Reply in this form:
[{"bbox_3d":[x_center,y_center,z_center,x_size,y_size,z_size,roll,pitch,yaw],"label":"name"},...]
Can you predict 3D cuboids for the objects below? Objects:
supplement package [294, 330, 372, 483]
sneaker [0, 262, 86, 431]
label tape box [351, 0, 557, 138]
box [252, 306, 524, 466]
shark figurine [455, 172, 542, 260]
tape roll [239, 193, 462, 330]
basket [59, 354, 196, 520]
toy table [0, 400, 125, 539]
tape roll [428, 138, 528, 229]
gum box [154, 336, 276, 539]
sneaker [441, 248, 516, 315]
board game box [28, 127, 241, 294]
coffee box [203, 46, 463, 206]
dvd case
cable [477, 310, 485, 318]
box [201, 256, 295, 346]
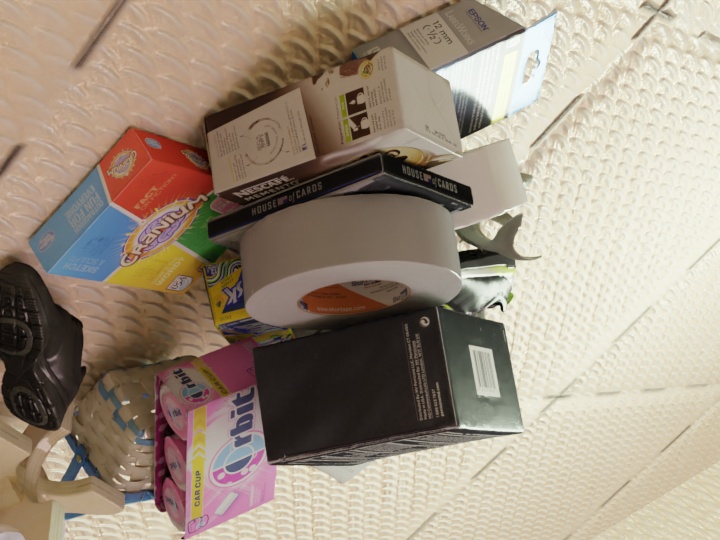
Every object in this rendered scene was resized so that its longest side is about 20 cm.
[{"bbox_3d":[-0.044,0.117,1.766,0.117,0.200,0.117,-37,156,4],"label":"supplement package"},{"bbox_3d":[-0.306,0.059,1.506,0.200,0.076,0.091,92,23,-45],"label":"sneaker"},{"bbox_3d":[0.087,-0.189,1.553,0.200,0.066,0.143,-28,154,-18],"label":"label tape box"},{"bbox_3d":[0.029,0.117,1.556,0.198,0.123,0.200,-14,168,21],"label":"box"},{"bbox_3d":[0.129,-0.076,1.767,0.128,0.214,0.090,-8,114,7],"label":"shark figurine"},{"bbox_3d":[-0.009,-0.005,1.460,0.200,0.066,0.200,-5,161,-2],"label":"tape roll"},{"bbox_3d":[-0.235,0.191,1.730,0.176,0.139,0.200,-9,136,-42],"label":"basket"},{"bbox_3d":[-0.343,0.216,1.599,0.117,0.184,0.200,-27,147,27],"label":"toy table"},{"bbox_3d":[0.067,-0.072,1.612,0.202,0.071,0.202,-17,-177,1],"label":"tape roll"},{"bbox_3d":[-0.147,0.177,1.630,0.113,0.066,0.200,-22,136,-30],"label":"gum box"},{"bbox_3d":[0.101,0.026,1.725,0.200,0.072,0.083,-8,102,-40],"label":"sneaker"},{"bbox_3d":[-0.189,-0.050,1.483,0.153,0.040,0.200,-45,154,20],"label":"board game box"},{"bbox_3d":[-0.026,-0.119,1.422,0.200,0.080,0.113,-17,162,27],"label":"coffee box"},{"bbox_3d":[-0.018,-0.052,1.463,0.200,0.025,0.150,-18,161,32],"label":"dvd case"},{"bbox_3d":[0.063,0.048,1.790,0.069,0.200,0.200,-32,130,31],"label":"cable"},{"bbox_3d":[-0.112,0.035,1.623,0.070,0.064,0.200,-14,169,0],"label":"box"}]
